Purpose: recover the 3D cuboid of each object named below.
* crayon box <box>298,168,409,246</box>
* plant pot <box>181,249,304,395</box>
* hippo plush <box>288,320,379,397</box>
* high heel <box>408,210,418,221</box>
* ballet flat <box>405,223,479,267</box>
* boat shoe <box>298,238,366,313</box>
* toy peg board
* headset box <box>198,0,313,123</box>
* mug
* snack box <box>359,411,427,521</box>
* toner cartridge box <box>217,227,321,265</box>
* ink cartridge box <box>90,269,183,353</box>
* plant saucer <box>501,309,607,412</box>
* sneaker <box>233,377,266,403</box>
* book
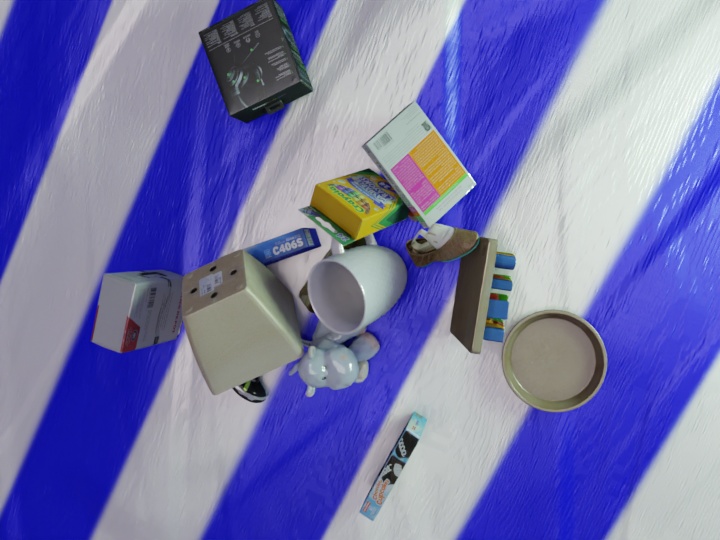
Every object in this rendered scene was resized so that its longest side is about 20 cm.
[{"bbox_3d":[-0.005,-0.127,1.170,0.125,0.199,0.052,38,129,22],"label":"crayon box"},{"bbox_3d":[-0.245,0.082,1.193,0.198,0.201,0.178,-23,128,2],"label":"plant pot"},{"bbox_3d":[-0.066,0.161,1.227,0.197,0.161,0.162,4,96,9],"label":"hippo plush"},{"bbox_3d":[0.113,-0.205,1.233,0.067,0.096,0.202,10,120,45],"label":"high heel"},{"bbox_3d":[0.144,-0.054,1.163,0.072,0.200,0.068,41,70,-14],"label":"ballet flat"},{"bbox_3d":[-0.062,-0.007,1.273,0.063,0.073,0.202,43,109,39],"label":"boat shoe"},{"bbox_3d":[0.247,0.042,1.145,0.096,0.199,0.203,7,95,-3],"label":"toy peg board"},{"bbox_3d":[-0.212,-0.428,1.268,0.172,0.093,0.202,-22,88,13],"label":"headset box"},{"bbox_3d":[0.000,0.000,1.187,0.147,0.175,0.202,-9,100,42],"label":"mug"},{"bbox_3d":[0.069,0.394,1.237,0.037,0.116,0.202,29,99,10],"label":"snack box"},{"bbox_3d":[-0.190,-0.039,1.284,0.198,0.095,0.044,-19,88,13],"label":"toner cartridge box"},{"bbox_3d":[-0.464,0.081,1.302,0.082,0.200,0.149,16,96,15],"label":"ink cartridge box"},{"bbox_3d":[0.378,0.176,1.198,0.197,0.029,0.203,1,94,13],"label":"plant saucer"},{"bbox_3d":[-0.259,0.194,1.325,0.083,0.072,0.201,-40,84,11],"label":"sneaker"},{"bbox_3d":[0.113,-0.201,1.168,0.133,0.048,0.201,-43,105,-15],"label":"book"}]
